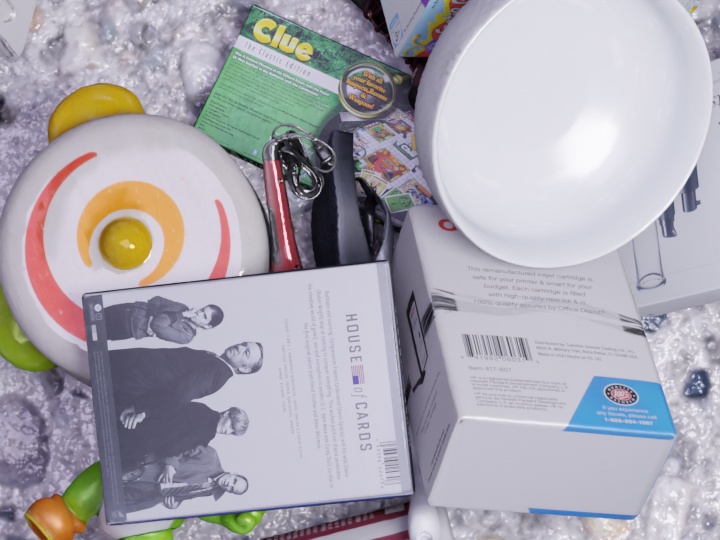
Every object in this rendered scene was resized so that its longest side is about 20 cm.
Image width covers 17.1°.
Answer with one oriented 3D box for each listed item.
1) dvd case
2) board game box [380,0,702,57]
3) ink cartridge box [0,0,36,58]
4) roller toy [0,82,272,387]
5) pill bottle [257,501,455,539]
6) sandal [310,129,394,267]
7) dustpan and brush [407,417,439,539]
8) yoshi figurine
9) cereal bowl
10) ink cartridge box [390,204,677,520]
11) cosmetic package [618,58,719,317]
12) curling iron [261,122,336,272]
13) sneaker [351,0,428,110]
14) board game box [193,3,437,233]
[{"bbox_3d":[-0.071,0.078,1.523,0.200,0.025,0.151,-6,89,6],"label":"dvd case"},{"bbox_3d":[0.120,-0.210,1.595,0.200,0.105,0.103,-2,62,-22],"label":"board game box"},{"bbox_3d":[-0.334,-0.220,1.660,0.200,0.146,0.085,14,81,6],"label":"ink cartridge box"},{"bbox_3d":[-0.148,-0.010,1.613,0.182,0.140,0.200,21,82,7],"label":"roller toy"},{"bbox_3d":[-0.029,0.227,1.578,0.200,0.114,0.114,-14,80,2],"label":"pill bottle"},{"bbox_3d":[0.000,0.001,1.603,0.043,0.076,0.200,0,63,-15],"label":"sandal"},{"bbox_3d":[0.036,0.115,1.579,0.139,0.200,0.057,-8,114,3],"label":"dustpan and brush"},{"bbox_3d":[-0.116,0.133,1.579,0.200,0.113,0.112,-37,42,-18],"label":"yoshi figurine"},{"bbox_3d":[0.120,-0.107,1.535,0.200,0.083,0.200,-10,115,-21],"label":"cereal bowl"},{"bbox_3d":[0.104,0.057,1.545,0.146,0.084,0.200,5,41,-15],"label":"ink cartridge box"},{"bbox_3d":[0.238,-0.059,1.575,0.052,0.200,0.151,1,78,-40],"label":"cosmetic package"},{"bbox_3d":[-0.037,0.003,1.580,0.049,0.026,0.200,-4,96,-10],"label":"curling iron"},{"bbox_3d":[0.040,-0.162,1.634,0.200,0.076,0.116,31,47,9],"label":"sneaker"},{"bbox_3d":[-0.008,-0.100,1.677,0.200,0.023,0.105,26,86,7],"label":"board game box"}]
